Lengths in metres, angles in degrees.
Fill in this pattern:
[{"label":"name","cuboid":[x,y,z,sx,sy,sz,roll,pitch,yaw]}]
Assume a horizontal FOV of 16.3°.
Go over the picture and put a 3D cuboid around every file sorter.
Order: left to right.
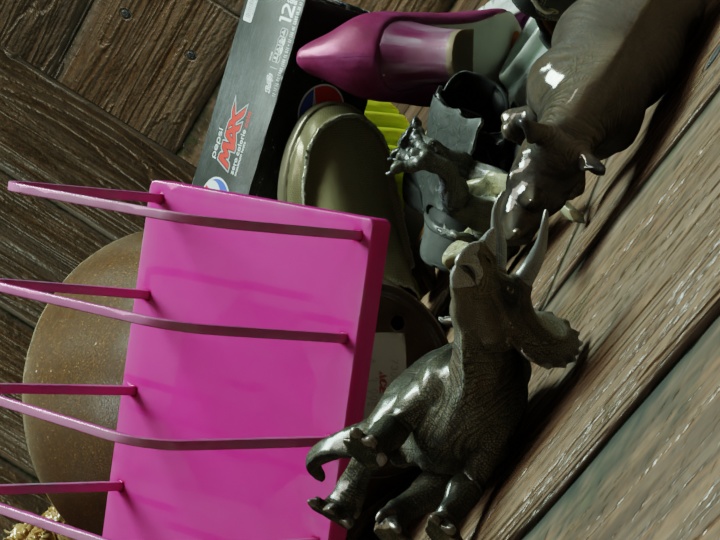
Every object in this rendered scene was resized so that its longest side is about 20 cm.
[{"label":"file sorter","cuboid":[-0.091,0.064,1.109,0.125,0.139,0.201,4,-84,-50]}]

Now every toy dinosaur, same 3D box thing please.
[{"label":"toy dinosaur","cuboid":[0.034,0.061,1.006,0.102,0.077,0.200,-47,-7,-25]},{"label":"toy dinosaur","cuboid":[0.057,-0.040,1.256,0.048,0.088,0.200,-58,3,-10]}]

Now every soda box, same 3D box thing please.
[{"label":"soda box","cuboid":[-0.051,-0.068,1.502,0.063,0.071,0.201,27,102,51]}]

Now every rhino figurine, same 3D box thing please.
[{"label":"rhino figurine","cuboid":[0.103,-0.078,1.142,0.087,0.060,0.200,-54,2,47]}]

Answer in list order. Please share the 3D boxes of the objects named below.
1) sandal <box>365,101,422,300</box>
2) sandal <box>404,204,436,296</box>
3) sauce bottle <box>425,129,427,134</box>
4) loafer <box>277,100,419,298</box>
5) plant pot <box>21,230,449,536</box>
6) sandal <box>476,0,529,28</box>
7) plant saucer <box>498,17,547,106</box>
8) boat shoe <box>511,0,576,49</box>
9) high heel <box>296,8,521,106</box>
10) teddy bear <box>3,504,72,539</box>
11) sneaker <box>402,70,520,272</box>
[{"label":"sandal","cuboid":[-0.009,-0.021,1.567,0.087,0.079,0.201,129,146,-56]},{"label":"sandal","cuboid":[0.044,-0.039,1.684,0.055,0.082,0.200,-34,3,14]},{"label":"sauce bottle","cuboid":[0.077,-0.091,1.612,0.065,0.065,0.200,-57,2,23]},{"label":"loafer","cuboid":[0.000,0.000,1.453,0.067,0.076,0.201,-7,88,57]},{"label":"plant pot","cuboid":[-0.045,0.061,1.251,0.200,0.187,0.187,-10,45,59]},{"label":"sandal","cuboid":[0.114,-0.163,1.779,0.203,0.082,0.050,137,121,-71]},{"label":"plant saucer","cuboid":[0.128,-0.143,1.456,0.200,0.050,0.200,-58,4,7]},{"label":"boat shoe","cuboid":[0.108,-0.150,1.267,0.068,0.072,0.200,-31,-13,5]},{"label":"high heel","cuboid":[0.037,-0.123,1.497,0.200,0.096,0.068,-20,-68,-70]},{"label":"teddy bear","cuboid":[-0.117,0.121,1.441,0.067,0.145,0.200,72,-143,-69]},{"label":"sneaker","cuboid":[0.062,-0.066,1.408,0.200,0.060,0.105,-95,13,-69]}]
